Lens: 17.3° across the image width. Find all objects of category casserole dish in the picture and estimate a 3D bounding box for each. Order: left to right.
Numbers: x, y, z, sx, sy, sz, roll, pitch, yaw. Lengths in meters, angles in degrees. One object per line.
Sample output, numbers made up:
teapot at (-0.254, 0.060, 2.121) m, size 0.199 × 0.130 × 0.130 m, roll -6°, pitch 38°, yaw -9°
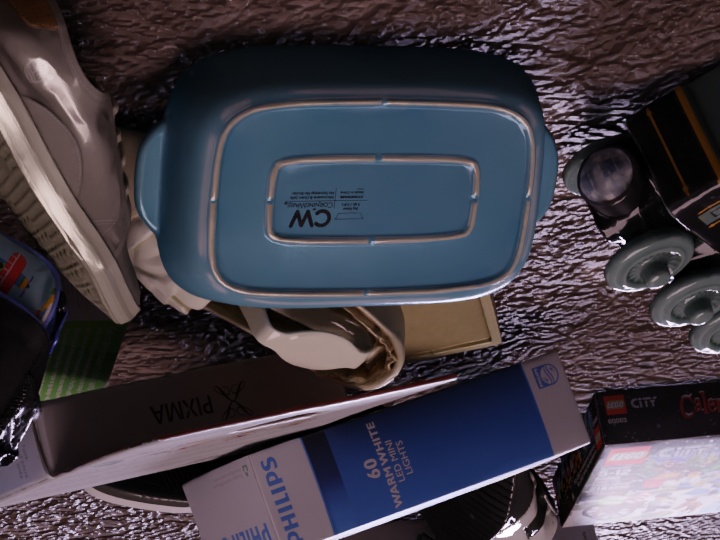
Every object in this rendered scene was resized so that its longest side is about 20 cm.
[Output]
casserole dish at (0.001, -0.037, 1.053) m, size 0.200 × 0.039 × 0.121 m, roll -1°, pitch 110°, yaw -18°

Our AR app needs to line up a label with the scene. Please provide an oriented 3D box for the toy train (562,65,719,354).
toy train at (0.182, -0.027, 1.171) m, size 0.114 × 0.085 × 0.200 m, roll -31°, pitch 148°, yaw 19°

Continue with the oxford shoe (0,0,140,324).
oxford shoe at (-0.124, -0.047, 1.008) m, size 0.058 × 0.075 × 0.200 m, roll -42°, pitch 144°, yaw -17°

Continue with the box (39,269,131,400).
box at (-0.227, 0.045, 1.227) m, size 0.200 × 0.036 × 0.144 m, roll 0°, pitch 152°, yaw -16°

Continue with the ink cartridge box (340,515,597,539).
ink cartridge box at (0.051, 0.233, 1.640) m, size 0.200 × 0.084 × 0.146 m, roll -1°, pitch 152°, yaw -18°

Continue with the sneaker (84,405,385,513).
sneaker at (-0.081, 0.131, 1.401) m, size 0.200 × 0.084 × 0.121 m, roll 0°, pitch 143°, yaw -21°

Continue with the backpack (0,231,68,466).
backpack at (-0.240, 0.055, 1.074) m, size 0.182 × 0.135 × 0.200 m, roll 29°, pitch 145°, yaw -1°

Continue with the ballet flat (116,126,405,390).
ballet flat at (-0.057, 0.000, 1.102) m, size 0.200 × 0.070 × 0.069 m, roll 29°, pitch 137°, yaw -28°

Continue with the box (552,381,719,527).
box at (0.233, 0.114, 1.513) m, size 0.200 × 0.038 × 0.137 m, roll -5°, pitch 154°, yaw -10°

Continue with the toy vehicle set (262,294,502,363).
toy vehicle set at (0.000, 0.000, 1.218) m, size 0.124 × 0.027 × 0.200 m, roll -12°, pitch 154°, yaw 4°

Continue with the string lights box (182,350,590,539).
string lights box at (0.015, 0.108, 1.313) m, size 0.200 × 0.059 × 0.103 m, roll -17°, pitch 174°, yaw -28°

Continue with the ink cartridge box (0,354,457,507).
ink cartridge box at (-0.081, 0.069, 1.174) m, size 0.200 × 0.044 × 0.174 m, roll -9°, pitch 169°, yaw -44°

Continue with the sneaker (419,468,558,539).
sneaker at (0.086, 0.146, 1.504) m, size 0.088 × 0.074 × 0.200 m, roll -33°, pitch 148°, yaw -32°
